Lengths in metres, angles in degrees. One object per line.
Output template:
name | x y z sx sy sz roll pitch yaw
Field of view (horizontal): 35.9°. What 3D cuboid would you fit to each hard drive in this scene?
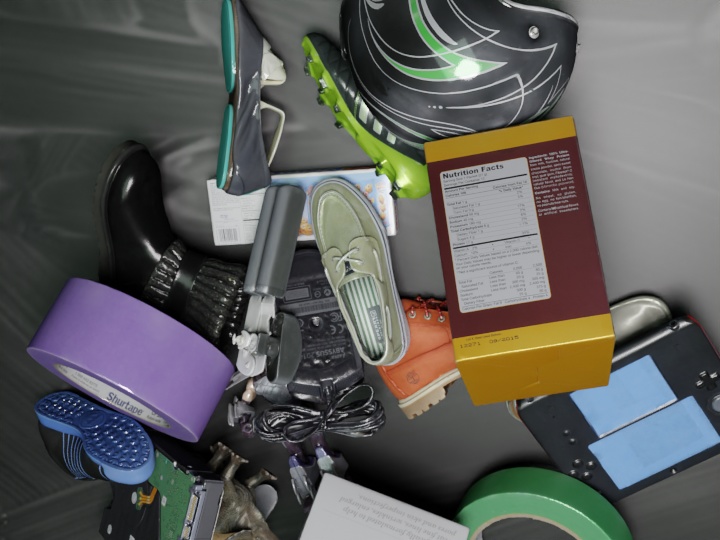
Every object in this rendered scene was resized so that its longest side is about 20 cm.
hard drive | -0.218 0.258 1.202 0.038 0.200 0.141 11 95 -34

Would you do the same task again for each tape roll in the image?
tape roll | -0.237 0.094 1.152 0.199 0.200 0.085 25 72 4
tape roll | 0.190 0.306 1.182 0.199 0.048 0.202 10 118 19

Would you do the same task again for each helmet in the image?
helmet | 0.091 -0.201 1.015 0.200 0.200 0.191 -34 79 18

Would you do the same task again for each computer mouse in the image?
computer mouse | -0.050 0.079 1.170 0.137 0.053 0.201 -5 80 -2

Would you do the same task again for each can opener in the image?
can opener | -0.087 0.013 1.131 0.052 0.066 0.202 1 82 54

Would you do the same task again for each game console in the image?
game console | 0.281 0.148 1.122 0.199 0.031 0.177 -30 123 16

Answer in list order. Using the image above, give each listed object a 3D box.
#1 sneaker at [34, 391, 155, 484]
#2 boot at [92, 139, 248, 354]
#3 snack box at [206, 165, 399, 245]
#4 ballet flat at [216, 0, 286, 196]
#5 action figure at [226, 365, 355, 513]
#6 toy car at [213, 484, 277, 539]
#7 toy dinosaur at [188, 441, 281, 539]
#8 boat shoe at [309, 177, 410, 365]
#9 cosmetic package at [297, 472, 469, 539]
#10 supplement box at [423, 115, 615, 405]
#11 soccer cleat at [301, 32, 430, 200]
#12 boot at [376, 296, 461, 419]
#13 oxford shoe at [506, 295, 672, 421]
sneaker | -0.290 0.202 1.235 0.199 0.070 0.078 22 130 42
boot | -0.192 -0.022 1.163 0.157 0.079 0.212 19 124 20
snack box | -0.061 -0.068 1.170 0.199 0.024 0.072 -3 103 12
ballet flat | -0.110 -0.176 1.132 0.073 0.073 0.202 3 93 11
action figure | -0.072 0.161 1.212 0.130 0.069 0.201 -23 96 21
toy car | -0.163 0.334 1.260 0.163 0.158 0.201 9 81 18
toy dinosaur | -0.156 0.242 1.199 0.199 0.077 0.103 23 79 39
boat shoe | 0.000 0.000 1.117 0.072 0.062 0.201 -23 88 13
cosmetic package | -0.002 0.345 1.149 0.164 0.166 0.200 20 144 2
supplement box | 0.146 -0.001 1.013 0.132 0.197 0.201 -9 71 8
soccer cleat | 0.017 -0.163 1.115 0.081 0.068 0.200 -36 87 -12
boot | 0.095 0.058 1.151 0.200 0.075 0.107 -37 90 18
oxford shoe | 0.235 0.100 1.140 0.200 0.058 0.075 -37 94 16
